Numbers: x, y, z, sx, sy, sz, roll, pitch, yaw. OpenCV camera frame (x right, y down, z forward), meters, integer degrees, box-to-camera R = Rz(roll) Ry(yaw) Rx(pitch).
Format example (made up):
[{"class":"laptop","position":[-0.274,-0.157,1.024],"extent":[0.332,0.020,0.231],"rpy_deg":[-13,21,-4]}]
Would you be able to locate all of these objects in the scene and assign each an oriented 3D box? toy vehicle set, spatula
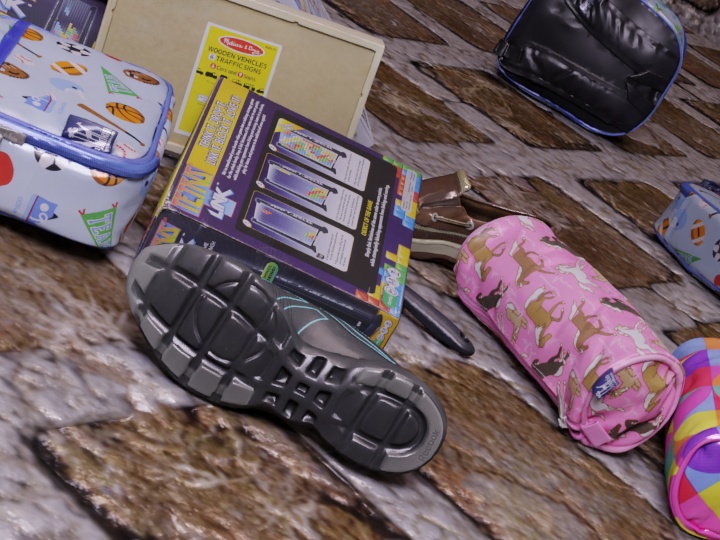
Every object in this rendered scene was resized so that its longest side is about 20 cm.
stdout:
[{"class":"toy vehicle set","position":[-0.095,-0.139,1.161],"extent":[0.199,0.125,0.027],"rpy_deg":[18,17,-12]},{"class":"spatula","position":[0.000,0.000,1.134],"extent":[0.200,0.021,0.056],"rpy_deg":[34,17,13]}]

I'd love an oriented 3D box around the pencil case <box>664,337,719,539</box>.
[{"class":"pencil case","position":[0.250,0.111,1.102],"extent":[0.088,0.089,0.200],"rpy_deg":[28,18,-2]}]

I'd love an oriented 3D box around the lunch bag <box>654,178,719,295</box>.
[{"class":"lunch bag","position":[0.397,-0.011,1.607],"extent":[0.160,0.076,0.200],"rpy_deg":[18,24,-32]}]

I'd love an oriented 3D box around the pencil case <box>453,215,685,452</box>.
[{"class":"pencil case","position":[0.143,0.040,1.136],"extent":[0.086,0.083,0.200],"rpy_deg":[4,31,-31]}]

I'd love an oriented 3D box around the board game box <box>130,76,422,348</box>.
[{"class":"board game box","position":[-0.048,-0.034,1.064],"extent":[0.165,0.057,0.200],"rpy_deg":[25,30,-7]}]

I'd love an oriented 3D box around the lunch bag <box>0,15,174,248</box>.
[{"class":"lunch bag","position":[-0.203,-0.094,1.000],"extent":[0.160,0.076,0.200],"rpy_deg":[23,20,-9]}]

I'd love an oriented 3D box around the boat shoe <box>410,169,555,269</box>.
[{"class":"boat shoe","position":[0.061,-0.050,1.254],"extent":[0.202,0.075,0.075],"rpy_deg":[21,21,-19]}]

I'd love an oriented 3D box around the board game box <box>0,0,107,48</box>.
[{"class":"board game box","position":[-0.247,-0.234,1.300],"extent":[0.199,0.057,0.165],"rpy_deg":[27,19,-4]}]

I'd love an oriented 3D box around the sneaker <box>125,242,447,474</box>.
[{"class":"sneaker","position":[-0.045,0.050,0.911],"extent":[0.200,0.076,0.079],"rpy_deg":[33,6,-5]}]

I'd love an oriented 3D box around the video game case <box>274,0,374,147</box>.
[{"class":"video game case","position":[-0.056,-0.211,1.383],"extent":[0.182,0.045,0.200],"rpy_deg":[61,8,-28]}]

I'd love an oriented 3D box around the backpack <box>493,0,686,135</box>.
[{"class":"backpack","position":[0.290,-0.274,1.937],"extent":[0.200,0.183,0.147],"rpy_deg":[35,22,4]}]
